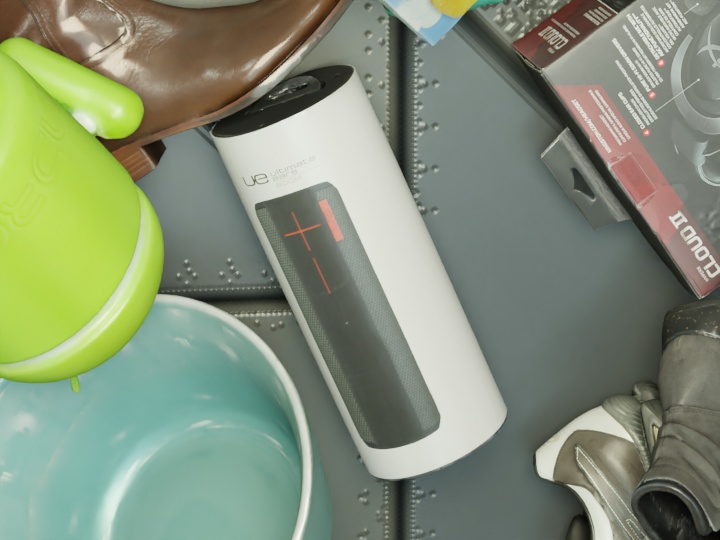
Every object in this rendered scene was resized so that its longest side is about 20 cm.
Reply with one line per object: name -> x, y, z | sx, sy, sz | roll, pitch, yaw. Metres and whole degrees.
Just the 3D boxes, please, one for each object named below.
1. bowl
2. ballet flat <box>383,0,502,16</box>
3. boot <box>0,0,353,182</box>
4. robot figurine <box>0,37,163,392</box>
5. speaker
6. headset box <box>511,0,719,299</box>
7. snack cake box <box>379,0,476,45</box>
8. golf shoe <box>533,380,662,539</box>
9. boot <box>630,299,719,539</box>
bowl -> -0.093, 0.122, 1.242 | 0.201, 0.201, 0.105 | -44, 148, 5
ballet flat -> 0.100, -0.181, 1.239 | 0.200, 0.067, 0.070 | -45, 120, 7
boot -> -0.125, -0.154, 1.215 | 0.186, 0.064, 0.200 | -36, 103, 4
robot figurine -> -0.167, -0.025, 1.156 | 0.200, 0.116, 0.176 | 47, 63, -46
speaker -> 0.000, 0.000, 1.264 | 0.081, 0.081, 0.200 | -24, 107, -1
headset box -> 0.185, -0.096, 1.265 | 0.200, 0.077, 0.149 | -37, 107, 3
snack cake box -> 0.055, -0.221, 1.190 | 0.200, 0.067, 0.115 | -46, 61, 5
golf shoe -> 0.155, 0.162, 1.336 | 0.094, 0.078, 0.200 | -22, 96, 1
boot -> 0.206, 0.118, 1.282 | 0.200, 0.132, 0.070 | 35, 142, -29
